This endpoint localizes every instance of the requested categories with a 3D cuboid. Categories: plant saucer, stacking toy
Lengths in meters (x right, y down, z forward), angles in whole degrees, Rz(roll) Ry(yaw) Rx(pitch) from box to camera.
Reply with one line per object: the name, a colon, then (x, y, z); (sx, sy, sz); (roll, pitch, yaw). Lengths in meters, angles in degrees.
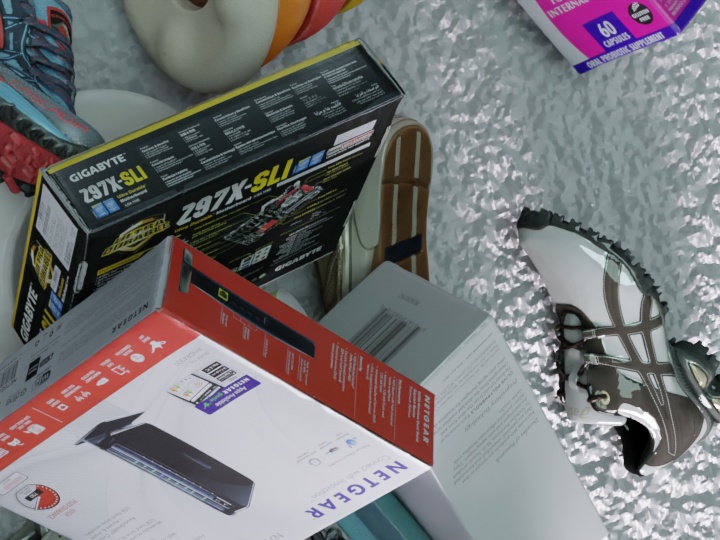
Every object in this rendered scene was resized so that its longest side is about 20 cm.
plant saucer: (0.000, 0.143, 1.090); (0.019, 0.070, 0.200); (-45, 106, -26)
stacking toy: (-0.034, -0.193, 1.053); (0.200, 0.146, 0.146); (-19, 99, -38)

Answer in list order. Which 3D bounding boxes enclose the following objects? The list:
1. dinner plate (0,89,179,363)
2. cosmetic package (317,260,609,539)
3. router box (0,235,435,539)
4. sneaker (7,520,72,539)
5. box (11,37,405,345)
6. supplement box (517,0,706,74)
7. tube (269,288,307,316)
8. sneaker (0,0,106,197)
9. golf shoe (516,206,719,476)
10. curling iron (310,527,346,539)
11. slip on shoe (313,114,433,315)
dinner plate: (-0.147, -0.004, 1.022); (0.200, 0.024, 0.200); (-9, 106, -36)
cosmetic package: (0.056, 0.103, 1.053); (0.085, 0.108, 0.200); (-44, 129, -15)
router box: (-0.092, 0.085, 0.929); (0.179, 0.200, 0.049); (32, 42, -29)
sneaker: (-0.151, 0.173, 1.033); (0.200, 0.076, 0.092); (-10, 91, -21)
box: (-0.084, -0.031, 0.956); (0.200, 0.160, 0.049); (-26, 68, -28)
supplement box: (0.128, -0.235, 1.093); (0.200, 0.101, 0.103); (48, 61, -15)
tube: (-0.117, 0.078, 1.010); (0.200, 0.052, 0.058); (-27, 90, 13)
sneaker: (-0.189, -0.116, 0.952); (0.096, 0.200, 0.079); (-39, 145, -20)
golf shoe: (0.156, 0.048, 1.139); (0.094, 0.078, 0.200); (-45, 105, -13)
curling iron: (-0.069, 0.119, 1.072); (0.050, 0.026, 0.200); (-34, 111, -2)
slip on shoe: (0.000, 0.000, 1.091); (0.076, 0.061, 0.200); (-21, 119, -49)
